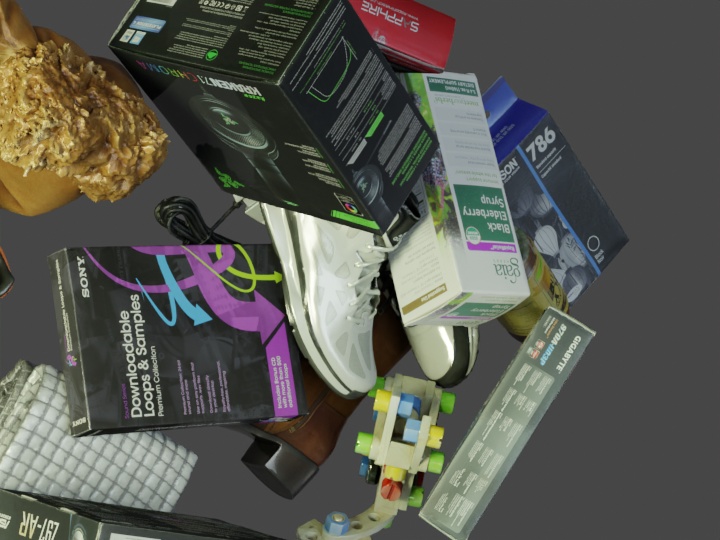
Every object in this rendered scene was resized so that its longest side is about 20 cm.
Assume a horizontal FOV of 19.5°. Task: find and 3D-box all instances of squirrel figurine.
[{"bbox_3d":[-0.236,-0.138,1.519,0.142,0.200,0.187,-44,129,-14],"label":"squirrel figurine"}]

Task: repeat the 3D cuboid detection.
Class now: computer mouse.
[{"bbox_3d":[-0.072,-0.080,1.727,0.200,0.044,0.110,-50,117,-19],"label":"computer mouse"}]

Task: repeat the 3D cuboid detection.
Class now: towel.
[{"bbox_3d":[-0.241,0.191,1.621,0.166,0.086,0.200,37,73,-32],"label":"towel"}]

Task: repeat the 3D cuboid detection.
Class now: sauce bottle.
[{"bbox_3d":[0.145,0.025,1.830,0.065,0.065,0.200,-62,151,-13],"label":"sauce bottle"}]

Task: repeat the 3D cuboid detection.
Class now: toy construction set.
[{"bbox_3d":[0.022,0.168,1.753,0.092,0.131,0.200,24,121,-8],"label":"toy construction set"}]

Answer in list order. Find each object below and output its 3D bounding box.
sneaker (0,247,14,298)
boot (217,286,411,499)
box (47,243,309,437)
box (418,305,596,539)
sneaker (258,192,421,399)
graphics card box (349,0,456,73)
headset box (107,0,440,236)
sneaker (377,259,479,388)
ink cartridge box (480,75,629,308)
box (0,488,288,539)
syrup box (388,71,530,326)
[{"bbox_3d":[-0.326,-0.052,1.534,0.070,0.090,0.200,-51,119,-19],"label":"sneaker"},{"bbox_3d":[-0.050,0.060,1.742,0.188,0.068,0.200,48,67,-24],"label":"boot"},{"bbox_3d":[-0.140,0.052,1.629,0.200,0.036,0.143,-3,77,-35],"label":"box"},{"bbox_3d":[0.119,0.123,1.715,0.046,0.159,0.200,32,89,5],"label":"box"},{"bbox_3d":[0.000,0.000,1.671,0.076,0.115,0.201,-33,106,-64],"label":"sneaker"},{"bbox_3d":[-0.032,-0.196,1.649,0.125,0.200,0.051,18,85,-32],"label":"graphics card box"},{"bbox_3d":[-0.060,-0.126,1.567,0.093,0.174,0.200,-58,141,-19],"label":"headset box"},{"bbox_3d":[0.036,0.006,1.764,0.080,0.074,0.200,-8,74,-44],"label":"sneaker"},{"bbox_3d":[0.156,-0.068,1.882,0.099,0.039,0.200,-47,116,-20],"label":"ink cartridge box"},{"bbox_3d":[-0.149,0.203,1.538,0.200,0.160,0.044,14,85,-37],"label":"box"},{"bbox_3d":[0.066,-0.058,1.714,0.079,0.081,0.200,2,66,-39],"label":"syrup box"}]
